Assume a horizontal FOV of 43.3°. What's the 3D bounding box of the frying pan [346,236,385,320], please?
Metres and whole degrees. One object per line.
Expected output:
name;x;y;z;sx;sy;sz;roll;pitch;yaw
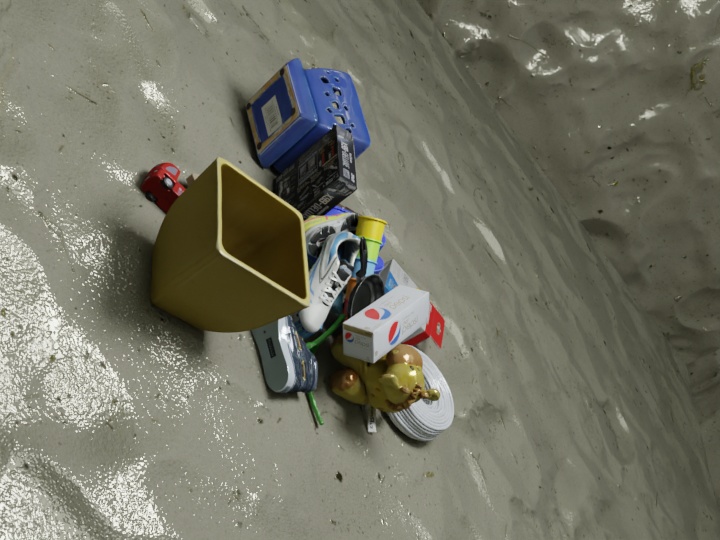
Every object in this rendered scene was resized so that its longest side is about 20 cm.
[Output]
frying pan;-0.002;0.038;1.632;0.115;0.031;0.190;-59;144;-27

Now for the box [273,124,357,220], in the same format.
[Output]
box;-0.094;-0.171;1.796;0.050;0.200;0.158;31;37;-33

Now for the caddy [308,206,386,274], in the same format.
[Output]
caddy;-0.043;-0.040;1.847;0.199;0.105;0.142;24;48;-21

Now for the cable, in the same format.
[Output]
cable;0.110;0.250;1.856;0.201;0.069;0.200;61;27;4

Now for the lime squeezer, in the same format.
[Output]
lime squeezer;-0.079;0.173;1.625;0.038;0.070;0.201;99;3;-74

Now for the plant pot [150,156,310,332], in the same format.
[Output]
plant pot;-0.219;-0.013;1.415;0.194;0.200;0.196;34;35;-40

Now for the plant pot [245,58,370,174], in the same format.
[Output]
plant pot;-0.122;-0.309;1.905;0.179;0.200;0.201;15;49;-45

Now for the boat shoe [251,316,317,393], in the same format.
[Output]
boat shoe;-0.133;0.120;1.582;0.091;0.071;0.201;18;54;-54

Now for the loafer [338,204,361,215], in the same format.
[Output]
loafer;-0.050;-0.123;1.960;0.200;0.073;0.071;21;46;-51

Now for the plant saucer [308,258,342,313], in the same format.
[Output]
plant saucer;-0.101;0.004;1.653;0.200;0.019;0.070;42;31;-32

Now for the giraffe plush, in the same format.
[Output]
giraffe plush;0.052;0.195;1.662;0.172;0.162;0.201;-12;87;-34

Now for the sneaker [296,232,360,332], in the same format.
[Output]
sneaker;-0.056;0.018;1.613;0.072;0.072;0.201;39;63;-36

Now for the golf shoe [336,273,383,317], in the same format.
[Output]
golf shoe;-0.001;0.102;1.792;0.078;0.094;0.201;-95;-176;-71

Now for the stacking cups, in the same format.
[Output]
stacking cups;0.000;0.000;1.716;0.060;0.060;0.201;17;85;-53

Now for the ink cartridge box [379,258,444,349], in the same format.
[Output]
ink cartridge box;0.101;0.087;2.011;0.200;0.067;0.116;49;29;-19

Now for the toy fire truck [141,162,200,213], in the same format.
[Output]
toy fire truck;-0.283;-0.124;1.590;0.200;0.049;0.141;45;29;-23

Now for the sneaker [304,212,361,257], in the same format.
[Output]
sneaker;-0.068;-0.077;1.727;0.200;0.090;0.079;-10;113;-58

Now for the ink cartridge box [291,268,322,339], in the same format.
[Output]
ink cartridge box;-0.144;0.019;1.658;0.200;0.068;0.115;49;27;-19

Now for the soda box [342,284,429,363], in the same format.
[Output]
soda box;0.049;0.094;1.650;0.200;0.068;0.064;-32;129;-50

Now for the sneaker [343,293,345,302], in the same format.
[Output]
sneaker;0.035;0.087;1.898;0.200;0.074;0.087;35;30;-40
